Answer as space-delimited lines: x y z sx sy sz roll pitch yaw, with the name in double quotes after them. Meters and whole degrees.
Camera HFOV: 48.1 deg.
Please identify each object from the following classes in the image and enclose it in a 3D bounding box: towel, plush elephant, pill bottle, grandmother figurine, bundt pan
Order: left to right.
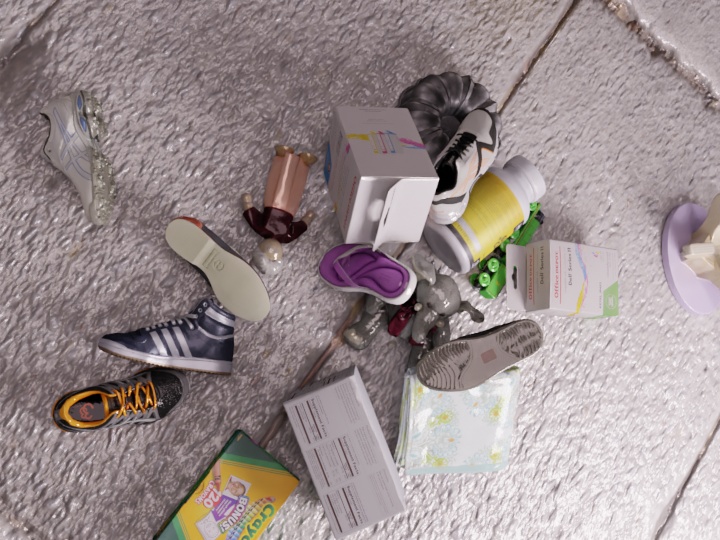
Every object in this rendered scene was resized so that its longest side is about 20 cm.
-0.130 -0.091 1.262 0.119 0.061 0.204 12 76 -5 "grandmother figurine"
0.098 0.063 1.252 0.163 0.155 0.202 34 75 -9 "plush elephant"
0.152 -0.241 1.354 0.197 0.076 0.207 2 82 -15 "bundt pan"
0.152 0.234 1.267 0.196 0.048 0.175 1 109 -16 "towel"
0.205 -0.096 1.320 0.199 0.112 0.113 -39 93 -11 "pill bottle"

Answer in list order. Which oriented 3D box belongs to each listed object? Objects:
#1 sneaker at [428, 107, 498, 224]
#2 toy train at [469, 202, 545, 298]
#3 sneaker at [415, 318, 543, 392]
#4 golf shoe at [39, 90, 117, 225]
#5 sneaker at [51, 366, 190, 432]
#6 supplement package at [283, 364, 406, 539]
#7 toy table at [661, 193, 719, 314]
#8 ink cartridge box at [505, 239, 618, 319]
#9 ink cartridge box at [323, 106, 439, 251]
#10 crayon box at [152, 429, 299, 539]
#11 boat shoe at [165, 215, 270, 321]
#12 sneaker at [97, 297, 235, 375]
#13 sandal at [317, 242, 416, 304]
0.159 -0.173 1.252 0.072 0.080 0.203 16 70 24 "sneaker"
0.255 -0.039 1.374 0.056 0.042 0.201 40 74 -17 "toy train"
0.174 0.133 1.222 0.196 0.106 0.076 -17 85 -6 "sneaker"
-0.419 -0.159 1.192 0.095 0.078 0.204 -11 80 0 "golf shoe"
-0.339 0.189 1.153 0.196 0.077 0.080 -15 85 -19 "sneaker"
-0.020 0.258 1.182 0.109 0.156 0.204 -21 89 1 "supplement package"
0.628 -0.030 1.439 0.180 0.117 0.204 -16 86 -17 "toy table"
0.340 0.015 1.354 0.196 0.067 0.120 6 81 -28 "ink cartridge box"
0.029 -0.138 1.228 0.123 0.130 0.202 -2 46 -17 "ink cartridge box"
-0.196 0.350 1.180 0.118 0.058 0.201 40 74 -7 "crayon box"
-0.212 -0.005 1.223 0.200 0.063 0.071 43 92 -7 "boat shoe"
-0.277 0.086 1.186 0.196 0.070 0.111 12 84 -21 "sneaker"
0.003 -0.007 1.222 0.050 0.200 0.084 37 74 -44 "sandal"
